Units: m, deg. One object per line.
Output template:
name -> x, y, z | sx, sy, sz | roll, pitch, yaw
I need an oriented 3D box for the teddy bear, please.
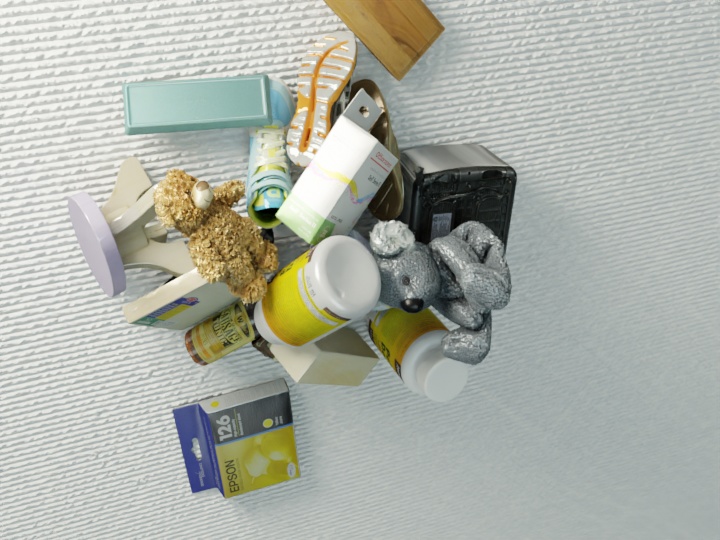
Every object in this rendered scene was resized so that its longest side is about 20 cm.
teddy bear -> -0.173, -0.048, 1.016 | 0.145, 0.066, 0.203 | -47, 116, -40

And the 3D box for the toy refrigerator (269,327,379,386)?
toy refrigerator -> -0.054, 0.136, 1.274 | 0.070, 0.076, 0.199 | -50, 153, 11

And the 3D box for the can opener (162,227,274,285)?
can opener -> -0.214, -0.012, 1.195 | 0.197, 0.064, 0.079 | -29, 152, 8

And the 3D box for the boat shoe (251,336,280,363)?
boat shoe -> -0.111, 0.051, 1.261 | 0.073, 0.075, 0.206 | 23, 104, -17

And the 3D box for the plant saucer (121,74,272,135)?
plant saucer -> -0.216, -0.222, 1.057 | 0.194, 0.019, 0.072 | -5, 85, -8

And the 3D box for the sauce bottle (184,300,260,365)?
sauce bottle -> -0.177, 0.077, 1.226 | 0.197, 0.067, 0.066 | -31, 126, 15

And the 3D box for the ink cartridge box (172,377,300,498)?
ink cartridge box -> -0.209, 0.299, 1.378 | 0.195, 0.047, 0.202 | -15, 123, -16

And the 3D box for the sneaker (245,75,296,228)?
sneaker -> -0.120, -0.153, 1.102 | 0.077, 0.131, 0.205 | -1, 119, -10

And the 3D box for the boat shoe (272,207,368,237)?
boat shoe -> -0.048, -0.108, 1.202 | 0.196, 0.072, 0.064 | -24, 110, -23

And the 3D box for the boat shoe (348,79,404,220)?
boat shoe -> 0.021, -0.175, 1.170 | 0.069, 0.064, 0.206 | -9, 93, 15

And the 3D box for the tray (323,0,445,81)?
tray -> 0.021, -0.367, 1.098 | 0.099, 0.037, 0.199 | -46, 125, 8

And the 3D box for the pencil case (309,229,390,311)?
pencil case -> 0.000, 0.000, 1.223 | 0.199, 0.081, 0.093 | 30, 64, -60

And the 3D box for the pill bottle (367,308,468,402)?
pill bottle -> 0.094, 0.123, 1.289 | 0.106, 0.200, 0.112 | -11, 119, -20

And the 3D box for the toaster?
toaster -> 0.139, -0.098, 1.245 | 0.176, 0.119, 0.205 | -8, 121, -18

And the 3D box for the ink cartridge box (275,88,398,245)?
ink cartridge box -> -0.017, -0.131, 1.081 | 0.202, 0.067, 0.117 | -56, 164, 6

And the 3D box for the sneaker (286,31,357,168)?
sneaker -> -0.048, -0.233, 1.109 | 0.077, 0.077, 0.205 | 31, 76, -66

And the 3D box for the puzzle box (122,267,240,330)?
puzzle box -> -0.237, 0.041, 1.133 | 0.131, 0.200, 0.026 | -27, 80, 4

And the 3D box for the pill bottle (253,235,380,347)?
pill bottle -> -0.067, 0.037, 1.085 | 0.107, 0.112, 0.199 | 21, 149, -29

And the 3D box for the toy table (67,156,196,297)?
toy table -> -0.307, -0.051, 1.064 | 0.116, 0.199, 0.187 | -28, 93, -25

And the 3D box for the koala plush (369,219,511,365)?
koala plush -> 0.094, 0.010, 1.136 | 0.194, 0.187, 0.180 | 5, 136, -5
